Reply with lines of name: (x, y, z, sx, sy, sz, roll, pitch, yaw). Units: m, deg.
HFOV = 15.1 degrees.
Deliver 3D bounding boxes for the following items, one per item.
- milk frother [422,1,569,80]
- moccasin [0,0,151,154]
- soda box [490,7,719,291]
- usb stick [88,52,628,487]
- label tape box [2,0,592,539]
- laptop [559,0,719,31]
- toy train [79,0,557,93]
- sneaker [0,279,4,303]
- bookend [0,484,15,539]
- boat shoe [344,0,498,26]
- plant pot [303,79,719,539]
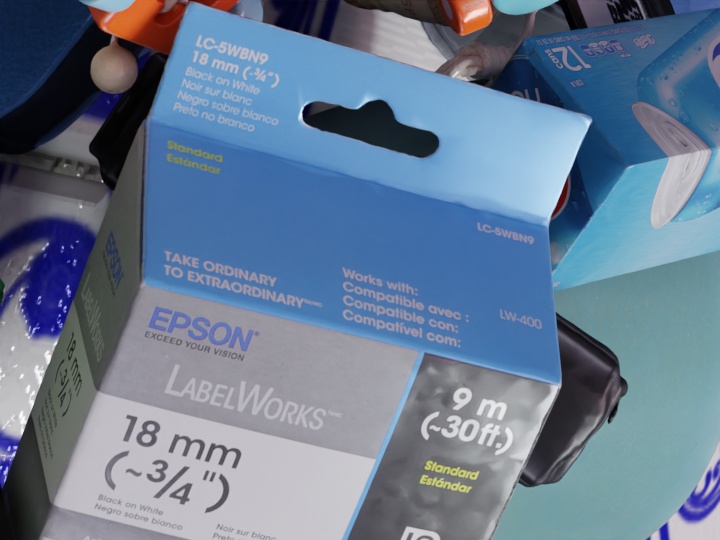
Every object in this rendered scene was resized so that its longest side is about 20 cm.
milk frother: (0.163, -0.142, 1.183, 0.188, 0.200, 0.181, -63, 147, -17)
moccasin: (-0.074, -0.124, 0.913, 0.200, 0.080, 0.068, -44, 163, -5)
soda box: (0.126, -0.050, 0.986, 0.200, 0.064, 0.068, -14, 147, -44)
usb stick: (0.000, 0.000, 0.922, 0.056, 0.200, 0.033, -54, -178, 4)
label tape box: (-0.019, 0.033, 0.857, 0.144, 0.063, 0.200, 14, 114, -19)
laptop: (0.131, -0.174, 1.067, 0.188, 0.116, 0.200, 69, 18, 8)
toy train: (0.000, -0.113, 0.877, 0.200, 0.056, 0.150, 10, 134, -49)
sneaker: (-0.161, -0.024, 0.821, 0.084, 0.074, 0.200, -57, 157, -22)
bookend: (-0.199, 0.121, 0.781, 0.200, 0.198, 0.092, -125, -138, -69)
boat shoe: (0.041, -0.186, 0.954, 0.071, 0.064, 0.201, -14, 117, -58)
plant pot: (0.017, 0.024, 1.037, 0.161, 0.200, 0.201, -4, 109, -45)
